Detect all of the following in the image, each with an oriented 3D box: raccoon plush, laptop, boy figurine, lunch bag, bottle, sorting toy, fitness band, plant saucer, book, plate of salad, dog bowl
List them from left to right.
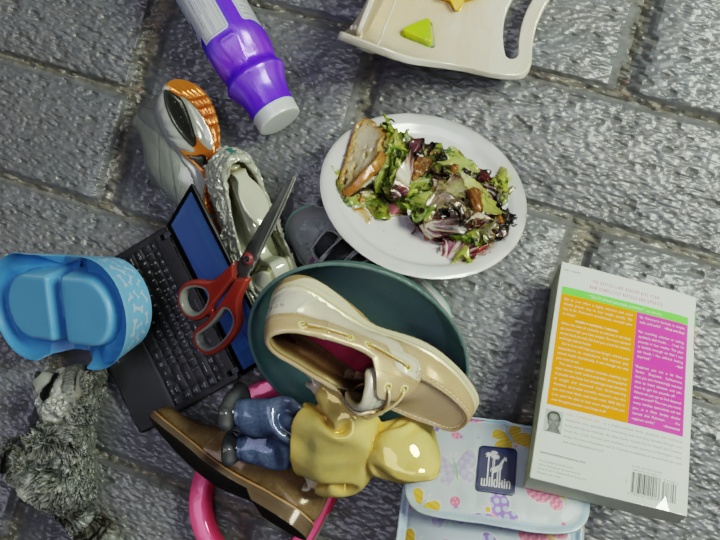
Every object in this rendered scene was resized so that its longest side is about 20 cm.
[{"bbox_3d":[-0.294,0.035,0.867,0.197,0.049,0.114,3,102,31],"label":"dog bowl"},{"bbox_3d":[-0.278,0.191,0.887,0.134,0.097,0.201,-43,110,-5],"label":"raccoon plush"},{"bbox_3d":[-0.194,0.045,0.844,0.198,0.103,0.179,-29,85,7],"label":"laptop"},{"bbox_3d":[-0.129,-0.234,0.858,0.065,0.083,0.202,-31,83,8],"label":"bottle"},{"bbox_3d":[-0.093,0.208,0.855,0.142,0.037,0.203,26,92,12],"label":"fitness band"},{"bbox_3d":[-0.026,0.143,0.741,0.196,0.065,0.127,3,115,13],"label":"boy figurine"},{"bbox_3d":[0.000,0.063,0.741,0.196,0.036,0.203,9,130,10],"label":"plant saucer"},{"bbox_3d":[0.061,-0.080,0.784,0.196,0.048,0.203,5,53,-6],"label":"plate of salad"},{"bbox_3d":[0.098,-0.271,0.812,0.177,0.107,0.203,23,92,4],"label":"sorting toy"},{"bbox_3d":[0.116,0.237,0.769,0.166,0.127,0.204,8,80,11],"label":"lunch bag"},{"bbox_3d":[0.224,0.103,0.747,0.131,0.048,0.203,12,63,7],"label":"book"}]

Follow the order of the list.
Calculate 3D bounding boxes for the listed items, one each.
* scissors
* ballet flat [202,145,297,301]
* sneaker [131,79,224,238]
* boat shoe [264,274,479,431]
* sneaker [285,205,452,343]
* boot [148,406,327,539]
[{"bbox_3d":[-0.101,0.003,0.766,0.199,0.014,0.074,-41,77,31],"label":"scissors"},{"bbox_3d":[-0.099,-0.023,0.823,0.071,0.072,0.203,-19,101,10],"label":"ballet flat"},{"bbox_3d":[-0.171,-0.088,0.876,0.091,0.075,0.203,-15,97,42],"label":"sneaker"},{"bbox_3d":[0.006,0.085,0.687,0.198,0.070,0.074,30,131,-9],"label":"boat shoe"},{"bbox_3d":[0.000,0.000,0.791,0.198,0.140,0.078,35,94,10],"label":"sneaker"},{"bbox_3d":[-0.115,0.177,0.824,0.198,0.074,0.076,27,66,16],"label":"boot"}]
